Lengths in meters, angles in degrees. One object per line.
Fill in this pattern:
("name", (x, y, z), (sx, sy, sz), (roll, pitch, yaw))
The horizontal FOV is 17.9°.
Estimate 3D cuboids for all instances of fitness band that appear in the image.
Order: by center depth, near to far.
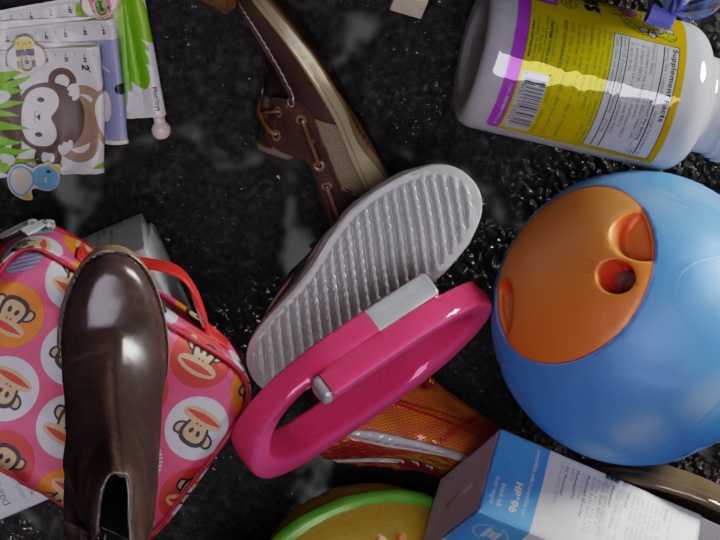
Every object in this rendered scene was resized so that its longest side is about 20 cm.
("fitness band", (0.003, 0.070, 1.523), (0.200, 0.144, 0.037), (-32, 73, -20))

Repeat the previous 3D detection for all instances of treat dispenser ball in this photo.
("treat dispenser ball", (0.188, 0.032, 1.558), (0.200, 0.201, 0.202), (-2, 108, -5))

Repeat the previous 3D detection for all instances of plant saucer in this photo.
("plant saucer", (0.208, 0.188, 1.642), (0.200, 0.200, 0.030), (26, 60, -13))

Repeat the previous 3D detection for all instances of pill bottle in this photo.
("pill bottle", (0.170, -0.128, 1.556), (0.199, 0.104, 0.105), (12, 106, -10))

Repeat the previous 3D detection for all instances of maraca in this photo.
("maraca", (-0.024, 0.218, 1.640), (0.199, 0.107, 0.138), (-16, 127, -10))

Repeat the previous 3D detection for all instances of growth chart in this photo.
("growth chart", (-0.229, -0.119, 1.566), (0.199, 0.018, 0.145), (-15, 109, 0))

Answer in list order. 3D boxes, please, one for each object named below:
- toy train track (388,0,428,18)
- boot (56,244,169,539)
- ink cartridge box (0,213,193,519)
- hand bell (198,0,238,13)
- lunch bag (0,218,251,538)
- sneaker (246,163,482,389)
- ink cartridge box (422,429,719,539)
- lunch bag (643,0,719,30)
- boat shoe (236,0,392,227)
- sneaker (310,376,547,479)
("toy train track", (0.060, -0.267, 1.538), (0.114, 0.033, 0.201), (15, 105, -10))
("boot", (-0.147, 0.096, 1.395), (0.072, 0.166, 0.201), (1, 103, -10))
("ink cartridge box", (-0.210, 0.070, 1.593), (0.199, 0.085, 0.145), (-24, 109, 1))
("hand bell", (-0.154, -0.239, 1.510), (0.104, 0.104, 0.200), (-43, 118, 8))
("lunch bag", (-0.176, 0.065, 1.507), (0.200, 0.082, 0.176), (34, 100, -15))
("sneaker", (0.000, 0.000, 1.561), (0.200, 0.079, 0.078), (-42, 94, 7))
("ink cartridge box", (0.156, 0.194, 1.583), (0.199, 0.116, 0.068), (23, 61, -10))
("lunch bag", (0.241, -0.250, 1.499), (0.094, 0.151, 0.201), (22, 104, -11))
("boat shoe", (-0.040, -0.102, 1.563), (0.072, 0.072, 0.200), (-28, 116, 6))
("sneaker", (0.059, 0.112, 1.640), (0.199, 0.073, 0.077), (18, 63, -25))
